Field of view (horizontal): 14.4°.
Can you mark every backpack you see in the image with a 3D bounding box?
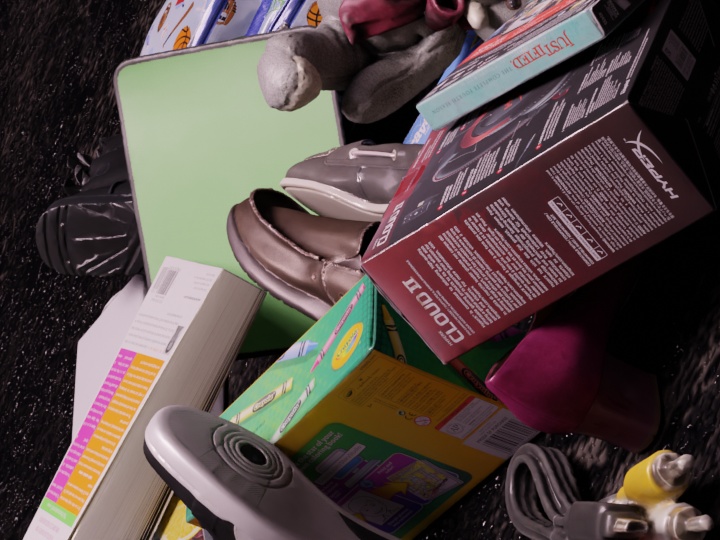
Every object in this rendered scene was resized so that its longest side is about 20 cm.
[{"bbox_3d":[-0.050,-0.159,1.873,0.191,0.154,0.200,-53,23,6],"label":"backpack"}]

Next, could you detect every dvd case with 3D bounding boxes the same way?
[{"bbox_3d":[0.130,-0.153,1.504,0.146,0.022,0.200,-27,14,49],"label":"dvd case"}]

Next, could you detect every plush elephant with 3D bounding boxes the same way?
[{"bbox_3d":[0.051,-0.163,1.627,0.154,0.200,0.166,-5,77,38],"label":"plush elephant"}]

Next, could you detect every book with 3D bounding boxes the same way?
[{"bbox_3d":[-0.137,0.089,1.725,0.201,0.048,0.134,-63,19,-5],"label":"book"}]

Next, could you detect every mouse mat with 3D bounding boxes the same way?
[{"bbox_3d":[-0.074,-0.045,1.783,0.160,0.008,0.201,-8,95,28],"label":"mouse mat"}]

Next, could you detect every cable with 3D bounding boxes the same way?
[{"bbox_3d":[0.122,0.135,1.421,0.200,0.050,0.098,177,96,-76],"label":"cable"}]

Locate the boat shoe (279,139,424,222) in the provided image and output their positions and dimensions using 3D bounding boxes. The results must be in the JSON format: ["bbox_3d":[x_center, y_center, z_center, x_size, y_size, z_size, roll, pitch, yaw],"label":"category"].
[{"bbox_3d":[0.028,-0.049,1.675,0.200,0.067,0.057,13,69,54],"label":"boat shoe"}]

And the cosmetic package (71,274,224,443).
[{"bbox_3d":[-0.144,0.107,1.924,0.102,0.074,0.201,-46,31,39],"label":"cosmetic package"}]

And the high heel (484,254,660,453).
[{"bbox_3d":[0.098,0.008,1.480,0.068,0.096,0.200,-55,27,27],"label":"high heel"}]

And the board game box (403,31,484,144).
[{"bbox_3d":[0.078,-0.109,1.711,0.200,0.019,0.103,-59,28,18],"label":"board game box"}]

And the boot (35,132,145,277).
[{"bbox_3d":[-0.118,-0.046,1.959,0.163,0.197,0.074,-55,-36,-65],"label":"boot"}]

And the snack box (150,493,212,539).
[{"bbox_3d":[-0.115,0.212,1.691,0.169,0.067,0.200,-54,25,24],"label":"snack box"}]

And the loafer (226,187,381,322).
[{"bbox_3d":[0.000,0.000,1.667,0.200,0.073,0.071,38,111,36],"label":"loafer"}]

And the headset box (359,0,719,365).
[{"bbox_3d":[0.097,-0.049,1.450,0.200,0.075,0.149,-31,17,32],"label":"headset box"}]

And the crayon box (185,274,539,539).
[{"bbox_3d":[0.002,0.091,1.579,0.200,0.118,0.058,-44,34,41],"label":"crayon box"}]

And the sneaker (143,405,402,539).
[{"bbox_3d":[-0.053,0.168,1.534,0.112,0.200,0.073,-53,5,27],"label":"sneaker"}]
